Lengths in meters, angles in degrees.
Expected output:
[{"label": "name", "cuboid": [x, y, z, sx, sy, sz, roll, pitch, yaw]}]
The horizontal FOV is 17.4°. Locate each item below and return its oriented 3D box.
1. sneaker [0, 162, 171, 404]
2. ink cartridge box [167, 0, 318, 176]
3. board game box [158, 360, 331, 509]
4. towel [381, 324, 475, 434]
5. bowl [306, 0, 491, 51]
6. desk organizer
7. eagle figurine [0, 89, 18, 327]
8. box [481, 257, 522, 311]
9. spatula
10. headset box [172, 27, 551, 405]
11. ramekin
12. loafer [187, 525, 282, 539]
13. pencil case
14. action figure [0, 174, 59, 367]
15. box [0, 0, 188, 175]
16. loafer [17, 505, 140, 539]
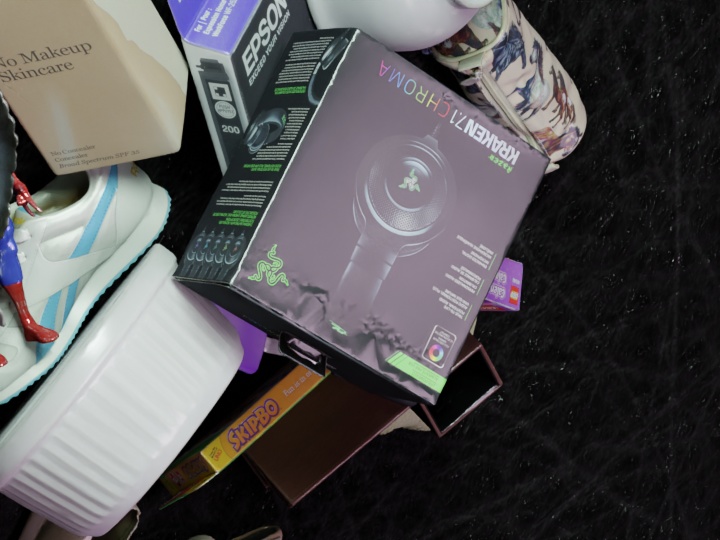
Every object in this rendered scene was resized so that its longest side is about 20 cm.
[{"label": "sneaker", "cuboid": [-0.217, 0.003, 1.561, 0.081, 0.076, 0.200, 41, 81, -31]}, {"label": "ink cartridge box", "cuboid": [-0.063, -0.177, 1.601, 0.200, 0.043, 0.198, 74, 29, -43]}, {"label": "board game box", "cuboid": [-0.076, 0.107, 1.791, 0.200, 0.030, 0.096, -44, -175, -29]}, {"label": "towel", "cuboid": [0.048, 0.045, 1.953, 0.148, 0.036, 0.201, -4, 114, -50]}, {"label": "bowl", "cuboid": [0.051, -0.238, 1.637, 0.201, 0.090, 0.202, -35, 134, -47]}, {"label": "desk organizer", "cuboid": [0.009, 0.114, 1.859, 0.200, 0.077, 0.072, -40, 143, -7]}, {"label": "eagle figurine", "cuboid": [-0.267, -0.056, 1.361, 0.151, 0.151, 0.201, -19, 129, -78]}, {"label": "box", "cuboid": [0.000, 0.000, 1.720, 0.137, 0.199, 0.039, 18, 75, -55]}, {"label": "spatula", "cuboid": [-0.036, 0.066, 1.752, 0.200, 0.021, 0.057, 22, 70, -27]}, {"label": "headset box", "cuboid": [-0.002, -0.028, 1.531, 0.174, 0.093, 0.200, 32, 78, -26]}, {"label": "ramekin", "cuboid": [-0.162, 0.087, 1.561, 0.202, 0.094, 0.202, -50, -174, 7]}, {"label": "loafer", "cuboid": [-0.122, 0.231, 1.833, 0.200, 0.072, 0.063, 9, 87, -61]}, {"label": "pencil case", "cuboid": [0.116, -0.154, 1.876, 0.200, 0.078, 0.090, 46, 49, -54]}, {"label": "action figure", "cuboid": [-0.243, -0.041, 1.474, 0.065, 0.052, 0.201, -26, 107, -28]}, {"label": "box", "cuboid": [-0.186, -0.155, 1.453, 0.200, 0.095, 0.078, 60, 26, -49]}, {"label": "loafer", "cuboid": [-0.221, 0.231, 1.691, 0.076, 0.068, 0.201, 17, 98, -55]}]
